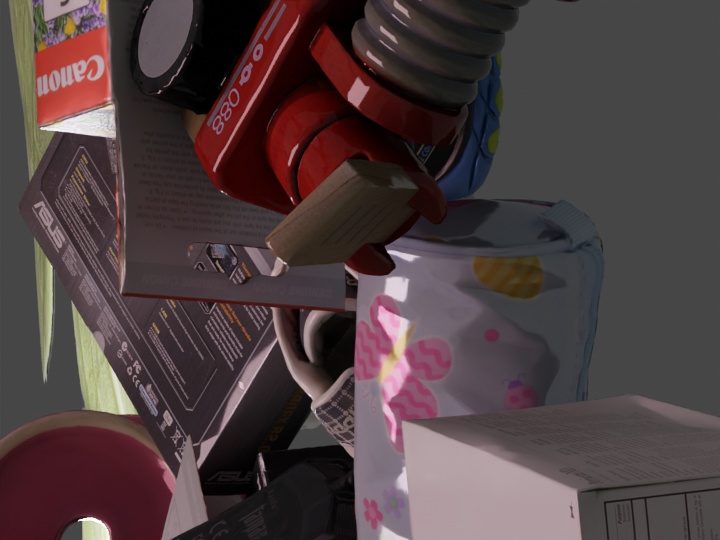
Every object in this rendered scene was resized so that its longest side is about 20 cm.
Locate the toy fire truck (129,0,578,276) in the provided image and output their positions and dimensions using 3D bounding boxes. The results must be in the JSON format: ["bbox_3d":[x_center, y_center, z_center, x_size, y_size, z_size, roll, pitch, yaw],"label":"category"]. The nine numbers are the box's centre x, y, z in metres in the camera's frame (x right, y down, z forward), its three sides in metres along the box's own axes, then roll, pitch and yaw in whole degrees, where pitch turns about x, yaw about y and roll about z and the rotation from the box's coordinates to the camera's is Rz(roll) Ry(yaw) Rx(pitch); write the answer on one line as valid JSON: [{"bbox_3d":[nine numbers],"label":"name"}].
[{"bbox_3d":[0.012,-0.077,0.866,0.177,0.128,0.200,-58,36,20],"label":"toy fire truck"}]

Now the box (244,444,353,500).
[{"bbox_3d":[-0.013,0.181,1.264,0.200,0.078,0.142,108,151,-62],"label":"box"}]

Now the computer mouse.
[{"bbox_3d":[-0.016,0.126,1.088,0.046,0.199,0.141,54,180,-27],"label":"computer mouse"}]

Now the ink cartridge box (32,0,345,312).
[{"bbox_3d":[-0.063,-0.084,0.999,0.050,0.109,0.202,-13,76,47],"label":"ink cartridge box"}]

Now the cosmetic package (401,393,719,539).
[{"bbox_3d":[0.074,0.072,0.815,0.200,0.082,0.051,-169,75,-78],"label":"cosmetic package"}]

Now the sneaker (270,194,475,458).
[{"bbox_3d":[0.000,0.000,1.077,0.076,0.080,0.201,-48,35,22],"label":"sneaker"}]

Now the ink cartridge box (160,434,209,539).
[{"bbox_3d":[-0.061,0.199,1.239,0.161,0.047,0.201,-108,25,-47],"label":"ink cartridge box"}]

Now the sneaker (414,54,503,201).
[{"bbox_3d":[0.006,-0.124,1.065,0.071,0.082,0.201,128,137,-74],"label":"sneaker"}]

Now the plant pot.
[{"bbox_3d":[-0.132,0.158,1.440,0.179,0.199,0.201,75,-174,-69],"label":"plant pot"}]

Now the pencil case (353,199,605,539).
[{"bbox_3d":[0.041,0.074,0.961,0.090,0.083,0.202,9,106,40],"label":"pencil case"}]

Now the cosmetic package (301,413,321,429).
[{"bbox_3d":[-0.057,-0.022,1.417,0.105,0.071,0.201,129,136,-72],"label":"cosmetic package"}]

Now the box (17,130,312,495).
[{"bbox_3d":[-0.074,-0.021,1.287,0.200,0.048,0.159,55,127,34],"label":"box"}]
